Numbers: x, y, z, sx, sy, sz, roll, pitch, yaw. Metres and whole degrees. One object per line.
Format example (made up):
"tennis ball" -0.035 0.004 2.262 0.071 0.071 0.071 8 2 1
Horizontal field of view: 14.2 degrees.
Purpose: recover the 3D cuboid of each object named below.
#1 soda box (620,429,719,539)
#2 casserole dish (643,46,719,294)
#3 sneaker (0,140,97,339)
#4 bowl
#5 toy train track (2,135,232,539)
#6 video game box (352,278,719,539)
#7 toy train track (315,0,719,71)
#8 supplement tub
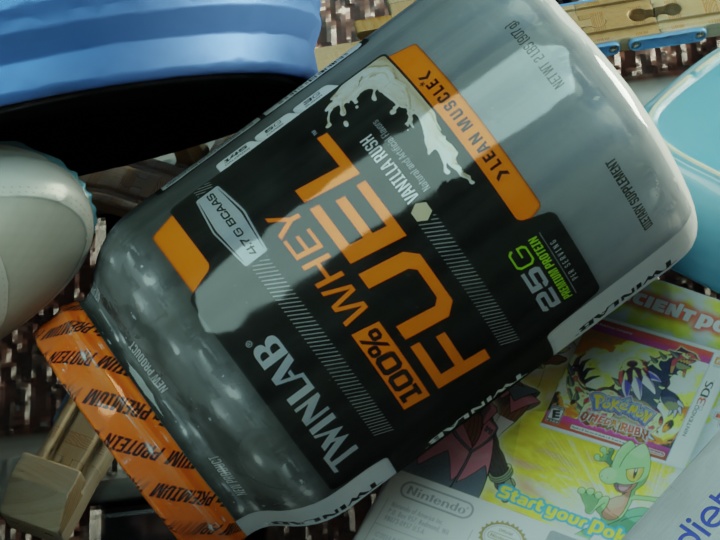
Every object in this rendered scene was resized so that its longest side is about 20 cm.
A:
"soda box" 0.121 0.097 0.888 0.068 0.063 0.200 35 70 26
"casserole dish" 0.175 -0.027 1.004 0.200 0.039 0.121 28 48 29
"sneaker" -0.159 0.027 0.879 0.200 0.077 0.081 -29 43 -27
"bowl" -0.109 -0.060 0.972 0.200 0.201 0.039 -12 85 3
"toy train track" -0.075 0.006 1.050 0.115 0.033 0.200 17 63 21
"video game box" 0.104 0.096 0.957 0.200 0.047 0.182 20 65 22
"toy train track" 0.070 -0.079 1.090 0.200 0.033 0.115 -10 48 -2
"supplement tub" 0.000 0.000 0.947 0.200 0.123 0.123 -37 58 -3
